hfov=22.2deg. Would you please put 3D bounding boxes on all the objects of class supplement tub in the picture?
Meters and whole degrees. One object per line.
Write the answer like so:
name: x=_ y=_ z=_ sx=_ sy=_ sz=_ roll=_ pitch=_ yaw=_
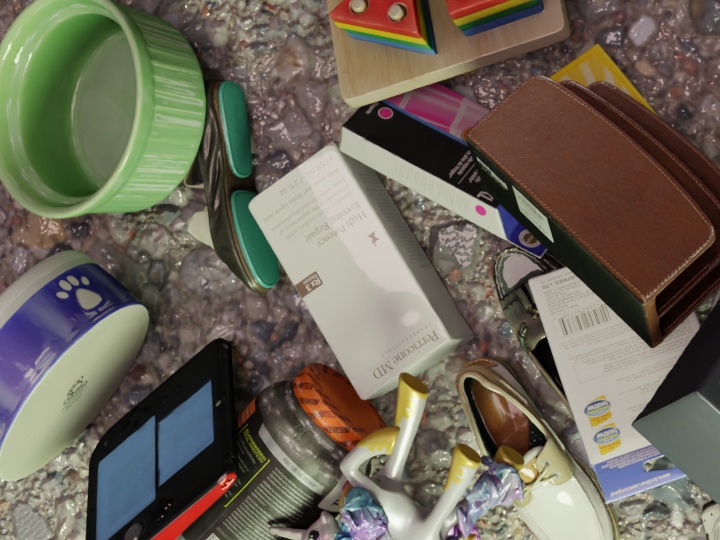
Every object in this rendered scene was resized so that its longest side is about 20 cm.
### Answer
supplement tub: x=-0.076 y=0.182 z=1.585 sx=0.200 sy=0.122 sz=0.123 roll=-46 pitch=77 yaw=16

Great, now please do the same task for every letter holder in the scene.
letter holder: x=0.203 y=-0.068 z=1.416 sx=0.142 sy=0.101 sz=0.200 roll=-42 pitch=65 yaw=-5

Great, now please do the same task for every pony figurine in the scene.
pony figurine: x=0.044 y=0.212 z=1.495 sx=0.193 sy=0.167 sz=0.200 roll=35 pitch=114 yaw=-1

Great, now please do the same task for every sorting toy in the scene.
sorting toy: x=0.054 y=-0.263 z=1.522 sx=0.198 sy=0.070 sz=0.201 roll=-16 pitch=67 yaw=18

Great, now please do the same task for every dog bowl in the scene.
dog bowl: x=-0.279 y=0.084 z=1.615 sx=0.079 sy=0.200 sz=0.201 roll=37 pitch=103 yaw=12

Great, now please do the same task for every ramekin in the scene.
ramekin: x=-0.230 y=-0.143 z=1.621 sx=0.199 sy=0.097 sz=0.201 roll=-3 pitch=86 yaw=39

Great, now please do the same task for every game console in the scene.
game console: x=-0.173 y=0.166 z=1.594 sx=0.031 sy=0.200 sz=0.177 roll=35 pitch=113 yaw=-26

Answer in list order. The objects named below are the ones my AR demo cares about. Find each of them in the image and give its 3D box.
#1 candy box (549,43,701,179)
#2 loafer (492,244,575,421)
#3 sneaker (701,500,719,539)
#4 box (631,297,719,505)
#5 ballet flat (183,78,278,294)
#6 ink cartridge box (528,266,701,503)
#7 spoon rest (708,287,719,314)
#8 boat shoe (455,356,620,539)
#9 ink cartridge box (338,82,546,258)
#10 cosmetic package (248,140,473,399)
candy box: x=0.211 y=-0.083 z=1.490 sx=0.102 sy=0.026 sz=0.200 roll=-34 pitch=66 yaw=-5
loafer: x=0.172 y=0.063 z=1.524 sx=0.072 sy=0.063 sz=0.201 roll=-35 pitch=80 yaw=17
sneaker: x=0.309 y=0.228 z=1.484 sx=0.087 sy=0.076 sz=0.201 roll=28 pitch=97 yaw=33
box: x=0.340 y=0.103 z=1.366 sx=0.200 sy=0.104 sz=0.182 roll=41 pitch=64 yaw=-4
ballet flat: x=-0.121 y=-0.069 z=1.631 sx=0.068 sy=0.068 sz=0.201 roll=-18 pitch=75 yaw=29
ink cartridge box: x=0.219 y=0.079 z=1.457 sx=0.119 sy=0.042 sz=0.201 roll=-20 pitch=62 yaw=6
spoon rest: x=0.305 y=0.076 z=1.479 sx=0.099 sy=0.061 sz=0.201 roll=36 pitch=103 yaw=15
boat shoe: x=0.141 y=0.164 z=1.535 sx=0.075 sy=0.068 sz=0.200 roll=-39 pitch=79 yaw=16
ink cartridge box: x=0.089 y=-0.094 z=1.538 sx=0.199 sy=0.095 sz=0.037 roll=30 pitch=145 yaw=15
cosmetic package: x=0.000 y=0.000 z=1.580 sx=0.101 sy=0.074 sz=0.201 roll=-35 pitch=79 yaw=18
